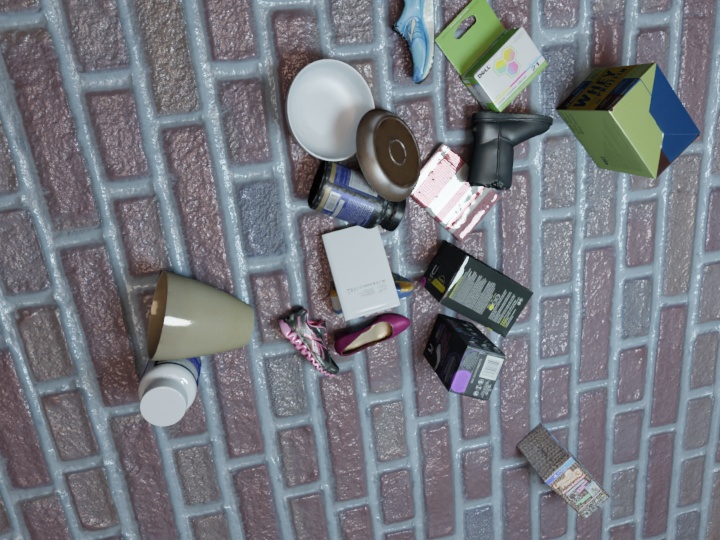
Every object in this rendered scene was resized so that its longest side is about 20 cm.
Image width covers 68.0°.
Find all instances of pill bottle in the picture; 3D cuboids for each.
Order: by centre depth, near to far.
[{"bbox_3d":[-0.413,0.244,1.158,0.118,0.200,0.121,-3,108,-10],"label":"pill bottle"},{"bbox_3d":[-0.006,-0.157,1.168,0.198,0.112,0.113,19,102,-17],"label":"pill bottle"}]

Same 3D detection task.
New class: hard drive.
[{"bbox_3d":[0.000,0.000,1.214,0.131,0.027,0.202,-15,81,-7],"label":"hard drive"}]

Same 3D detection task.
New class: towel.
[{"bbox_3d":[0.216,-0.181,1.255,0.200,0.023,0.144,39,96,-19],"label":"towel"}]

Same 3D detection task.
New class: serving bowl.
[{"bbox_3d":[-0.071,-0.330,1.114,0.198,0.066,0.202,-5,101,-29],"label":"serving bowl"}]

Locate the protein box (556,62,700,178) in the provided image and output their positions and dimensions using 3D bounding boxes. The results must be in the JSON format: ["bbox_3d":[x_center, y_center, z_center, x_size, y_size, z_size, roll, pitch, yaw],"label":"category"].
[{"bbox_3d":[0.590,-0.334,1.190,0.135,0.200,0.198,-45,110,4],"label":"protein box"}]

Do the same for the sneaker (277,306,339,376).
[{"bbox_3d":[-0.104,0.169,1.273,0.095,0.079,0.200,-43,112,-9],"label":"sneaker"}]

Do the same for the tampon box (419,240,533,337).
[{"bbox_3d":[0.269,0.042,1.265,0.199,0.150,0.127,27,99,-18],"label":"tampon box"}]

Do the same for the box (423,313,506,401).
[{"bbox_3d":[0.244,0.204,1.281,0.105,0.200,0.123,16,103,-16],"label":"box"}]

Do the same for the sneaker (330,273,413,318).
[{"bbox_3d":[0.027,0.063,1.272,0.198,0.075,0.089,-5,121,-4],"label":"sneaker"}]

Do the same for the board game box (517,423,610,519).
[{"bbox_3d":[0.558,0.552,1.475,0.097,0.160,0.200,-44,109,4],"label":"board game box"}]

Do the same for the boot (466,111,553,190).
[{"bbox_3d":[0.337,-0.268,1.211,0.198,0.076,0.170,-2,100,-15],"label":"boot"}]

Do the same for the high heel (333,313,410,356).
[{"bbox_3d":[0.034,0.162,1.281,0.198,0.096,0.068,-18,110,-6],"label":"high heel"}]

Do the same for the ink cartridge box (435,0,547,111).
[{"bbox_3d":[0.280,-0.468,1.149,0.148,0.076,0.200,-45,113,4],"label":"ink cartridge box"}]

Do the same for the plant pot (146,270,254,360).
[{"bbox_3d":[-0.340,0.110,1.158,0.198,0.187,0.189,11,105,-29],"label":"plant pot"}]

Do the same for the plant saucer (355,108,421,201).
[{"bbox_3d":[0.070,-0.249,1.133,0.199,0.032,0.202,10,77,-45],"label":"plant saucer"}]

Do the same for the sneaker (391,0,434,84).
[{"bbox_3d":[0.111,-0.497,1.122,0.089,0.078,0.202,-2,103,7],"label":"sneaker"}]
